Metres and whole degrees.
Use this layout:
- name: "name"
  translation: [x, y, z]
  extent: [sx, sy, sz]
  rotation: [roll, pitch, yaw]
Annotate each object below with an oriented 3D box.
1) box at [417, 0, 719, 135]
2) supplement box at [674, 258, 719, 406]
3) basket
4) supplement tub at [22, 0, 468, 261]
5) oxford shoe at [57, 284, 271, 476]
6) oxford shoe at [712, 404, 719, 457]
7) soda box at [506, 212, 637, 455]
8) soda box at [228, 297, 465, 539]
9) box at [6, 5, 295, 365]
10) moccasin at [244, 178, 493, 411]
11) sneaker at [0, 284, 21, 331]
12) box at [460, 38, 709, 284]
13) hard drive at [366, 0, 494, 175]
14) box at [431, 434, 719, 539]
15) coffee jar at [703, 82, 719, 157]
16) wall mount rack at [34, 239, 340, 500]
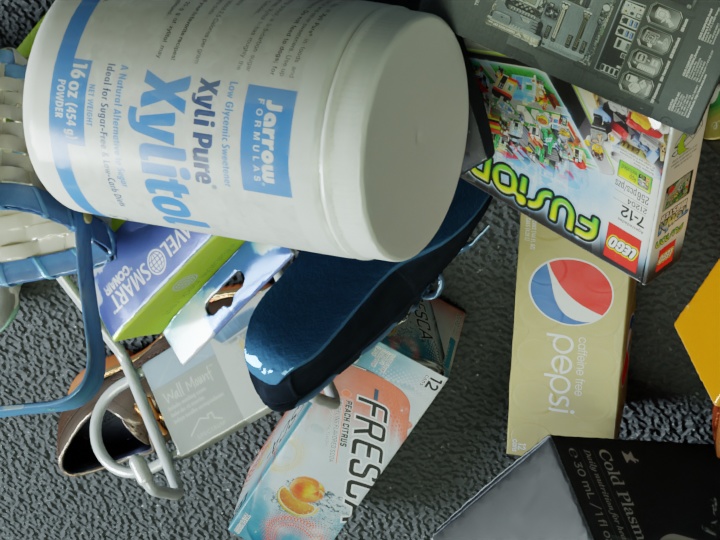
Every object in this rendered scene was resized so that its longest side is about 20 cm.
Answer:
- name: "box"
  translation: [0.130, -0.182, 1.289]
  extent: [0.157, 0.051, 0.200]
  rotation: [23, 128, 5]
- name: "supplement box"
  translation: [0.292, 0.024, 1.448]
  extent: [0.200, 0.074, 0.126]
  rotation: [13, 124, -27]
- name: "basket"
  translation: [-0.223, -0.009, 1.443]
  extent: [0.176, 0.200, 0.139]
  rotation: [-13, 164, 21]
- name: "supplement tub"
  translation: [-0.059, -0.081, 1.354]
  extent: [0.200, 0.132, 0.132]
  rotation: [9, 131, 26]
- name: "oxford shoe"
  translation: [-0.111, 0.075, 1.644]
  extent: [0.200, 0.073, 0.071]
  rotation: [-32, 113, 33]
- name: "oxford shoe"
  translation: [0.254, 0.037, 1.529]
  extent: [0.073, 0.071, 0.200]
  rotation: [13, 129, -2]
- name: "soda box"
  translation: [0.127, 0.021, 1.553]
  extent: [0.068, 0.064, 0.200]
  rotation: [8, 128, 9]
- name: "soda box"
  translation: [-0.009, 0.095, 1.643]
  extent: [0.063, 0.068, 0.200]
  rotation: [27, 128, -7]
- name: "box"
  translation: [-0.130, -0.057, 1.502]
  extent: [0.122, 0.048, 0.200]
  rotation: [-44, 68, 37]
- name: "moccasin"
  translation: [0.000, 0.000, 1.504]
  extent: [0.080, 0.200, 0.068]
  rotation: [38, 152, 24]
- name: "sneaker"
  translation: [-0.275, -0.013, 1.583]
  extent: [0.078, 0.140, 0.200]
  rotation: [-7, 124, 22]
- name: "box"
  translation: [0.094, -0.086, 1.436]
  extent: [0.200, 0.035, 0.110]
  rotation: [31, 136, 29]
- name: "hard drive"
  translation: [-0.010, -0.126, 1.430]
  extent: [0.135, 0.042, 0.200]
  rotation: [-28, 81, 31]
- name: "box"
  translation: [0.177, 0.213, 1.553]
  extent: [0.196, 0.200, 0.124]
  rotation: [7, 141, -42]
- name: "coffee jar"
  translation: [0.188, -0.148, 1.389]
  extent: [0.104, 0.085, 0.200]
  rotation: [-26, 116, 27]
- name: "wall mount rack"
  translation: [-0.101, 0.032, 1.561]
  extent: [0.200, 0.174, 0.075]
  rotation: [-31, 160, 14]
